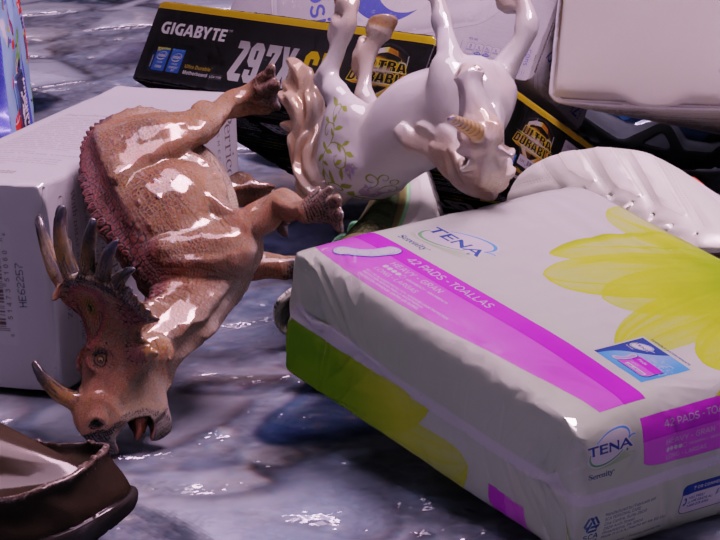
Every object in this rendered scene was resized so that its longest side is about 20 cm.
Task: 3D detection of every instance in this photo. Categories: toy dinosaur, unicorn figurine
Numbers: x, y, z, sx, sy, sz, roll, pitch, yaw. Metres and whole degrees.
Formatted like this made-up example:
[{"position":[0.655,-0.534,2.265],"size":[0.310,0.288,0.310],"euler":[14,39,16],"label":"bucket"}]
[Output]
[{"position":[-0.090,-0.024,1.207],"size":[0.135,0.086,0.200],"euler":[-8,42,-14],"label":"toy dinosaur"},{"position":[0.030,-0.078,1.245],"size":[0.074,0.138,0.200],"euler":[15,-27,-22],"label":"unicorn figurine"}]

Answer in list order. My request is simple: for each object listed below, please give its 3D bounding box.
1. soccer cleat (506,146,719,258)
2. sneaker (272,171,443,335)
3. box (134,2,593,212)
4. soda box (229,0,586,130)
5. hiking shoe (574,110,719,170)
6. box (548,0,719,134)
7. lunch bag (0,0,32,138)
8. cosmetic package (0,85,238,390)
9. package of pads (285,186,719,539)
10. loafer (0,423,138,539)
[{"position":[0.142,-0.009,1.273],"size":[0.200,0.069,0.078],"euler":[19,26,34],"label":"soccer cleat"},{"position":[0.000,0.000,1.296],"size":[0.088,0.077,0.200],"euler":[-14,12,2],"label":"sneaker"},{"position":[0.005,-0.079,1.436],"size":[0.200,0.049,0.160],"euler":[12,-11,42],"label":"box"},{"position":[0.031,-0.132,1.474],"size":[0.200,0.064,0.068],"euler":[14,-12,35],"label":"soda box"},{"position":[0.136,-0.107,1.538],"size":[0.200,0.087,0.074],"euler":[12,-2,-20],"label":"hiking shoe"},{"position":[0.207,-0.127,1.428],"size":[0.128,0.109,0.200],"euler":[5,0,37],"label":"box"},{"position":[-0.213,-0.092,1.471],"size":[0.094,0.151,0.200],"euler":[-8,16,-13],"label":"lunch bag"},{"position":[-0.127,-0.019,1.317],"size":[0.074,0.102,0.200],"euler":[5,18,24],"label":"cosmetic package"},{"position":[0.085,0.033,1.111],"size":[0.154,0.068,0.200],"euler":[-14,28,-32],"label":"package of pads"},{"position":[-0.182,0.071,1.053],"size":[0.200,0.072,0.073],"euler":[3,16,18],"label":"loafer"}]
